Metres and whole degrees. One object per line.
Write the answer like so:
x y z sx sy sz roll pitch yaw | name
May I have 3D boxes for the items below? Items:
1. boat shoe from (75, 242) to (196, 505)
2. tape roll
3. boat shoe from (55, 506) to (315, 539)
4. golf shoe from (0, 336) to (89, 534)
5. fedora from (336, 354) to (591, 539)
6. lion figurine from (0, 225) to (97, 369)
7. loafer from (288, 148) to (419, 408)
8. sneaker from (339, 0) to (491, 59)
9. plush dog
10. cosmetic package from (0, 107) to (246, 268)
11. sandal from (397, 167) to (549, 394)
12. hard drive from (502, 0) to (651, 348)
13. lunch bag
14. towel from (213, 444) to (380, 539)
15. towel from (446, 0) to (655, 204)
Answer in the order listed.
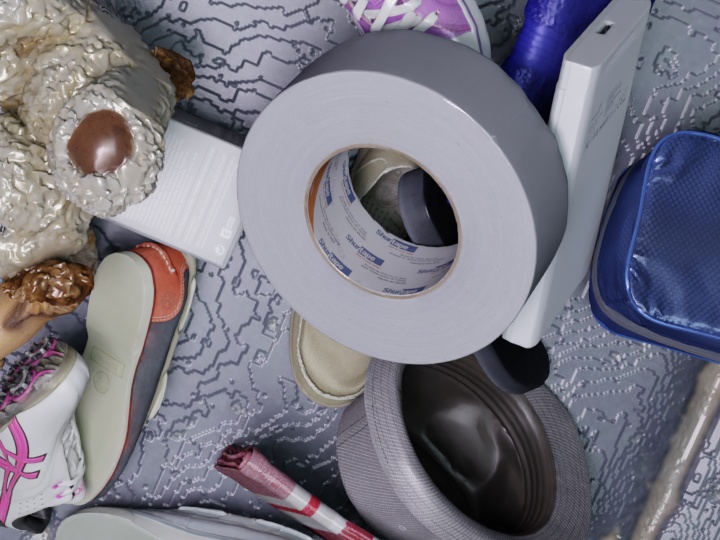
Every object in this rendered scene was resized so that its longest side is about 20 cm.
-0.163 0.071 1.449 0.071 0.062 0.201 31 116 27 | boat shoe
0.025 -0.044 1.303 0.199 0.066 0.202 12 123 20 | tape roll
-0.113 0.200 1.469 0.199 0.071 0.071 8 107 22 | boat shoe
-0.213 0.112 1.414 0.092 0.073 0.200 33 142 -8 | golf shoe
0.058 0.132 1.441 0.199 0.178 0.090 21 139 -39 | fedora
-0.244 0.035 1.411 0.072 0.123 0.200 38 97 -8 | lion figurine
0.000 0.000 1.442 0.075 0.068 0.201 15 98 -4 | loafer
-0.004 -0.180 1.303 0.073 0.114 0.201 -38 87 28 | sneaker
-0.195 -0.075 1.298 0.172 0.160 0.200 -48 69 17 | plush dog
-0.164 -0.080 1.403 0.199 0.107 0.091 25 96 -8 | cosmetic package
0.086 0.011 1.411 0.043 0.076 0.200 -18 132 20 | sandal
0.140 -0.066 1.370 0.026 0.132 0.201 19 121 15 | hard drive
0.260 -0.006 1.424 0.199 0.132 0.137 17 83 -4 | lunch bag
-0.006 0.179 1.437 0.199 0.144 0.023 34 81 -8 | towel
0.125 -0.129 1.399 0.049 0.147 0.201 27 98 27 | towel
